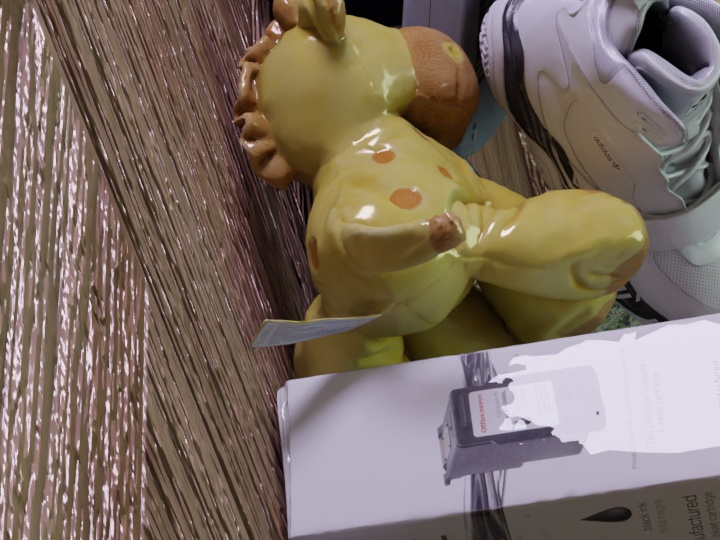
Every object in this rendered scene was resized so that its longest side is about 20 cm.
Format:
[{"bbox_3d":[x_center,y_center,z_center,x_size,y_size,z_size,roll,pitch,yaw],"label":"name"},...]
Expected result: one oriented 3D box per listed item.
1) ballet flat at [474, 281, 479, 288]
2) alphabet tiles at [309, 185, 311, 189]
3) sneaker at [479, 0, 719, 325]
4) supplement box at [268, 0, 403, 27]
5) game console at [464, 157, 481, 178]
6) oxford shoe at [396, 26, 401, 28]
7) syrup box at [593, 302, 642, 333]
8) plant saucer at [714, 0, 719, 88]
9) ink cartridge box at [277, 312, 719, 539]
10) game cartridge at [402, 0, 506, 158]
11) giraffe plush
[{"bbox_3d":[0.075,0.051,1.264,0.200,0.068,0.075,42,46,-13],"label":"ballet flat"},{"bbox_3d":[0.000,0.000,1.294,0.166,0.006,0.201,-95,163,-79],"label":"alphabet tiles"},{"bbox_3d":[0.140,-0.049,1.131,0.200,0.075,0.115,55,-25,-11],"label":"sneaker"},{"bbox_3d":[-0.011,-0.239,1.349,0.109,0.109,0.201,59,19,-70],"label":"supplement box"},{"bbox_3d":[0.061,-0.052,1.553,0.200,0.031,0.177,52,5,-41],"label":"game console"},{"bbox_3d":[0.021,-0.074,1.394,0.201,0.072,0.072,-105,176,-45],"label":"oxford shoe"},{"bbox_3d":[0.126,0.067,1.398,0.079,0.199,0.082,-41,144,-39],"label":"syrup box"},{"bbox_3d":[0.144,-0.143,1.228,0.200,0.048,0.200,46,17,4],"label":"plant saucer"},{"bbox_3d":[0.076,0.102,1.085,0.146,0.199,0.084,69,15,-53],"label":"ink cartridge box"},{"bbox_3d":[0.058,-0.134,1.259,0.200,0.041,0.134,-53,154,-63],"label":"game cartridge"},{"bbox_3d":[0.009,-0.041,1.124,0.199,0.172,0.163,8,53,-46],"label":"giraffe plush"}]
